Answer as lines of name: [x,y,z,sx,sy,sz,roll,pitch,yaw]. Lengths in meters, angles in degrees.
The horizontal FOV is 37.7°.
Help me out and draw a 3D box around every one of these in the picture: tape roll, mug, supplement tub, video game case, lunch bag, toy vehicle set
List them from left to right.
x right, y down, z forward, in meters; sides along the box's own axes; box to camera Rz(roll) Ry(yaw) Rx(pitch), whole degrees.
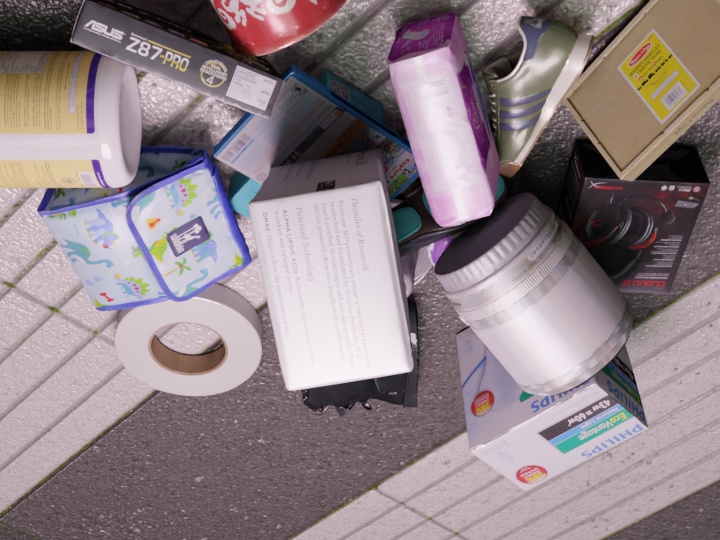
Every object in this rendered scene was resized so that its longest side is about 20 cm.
supplement tub: [-0.343,-0.159,1.117,0.200,0.145,0.145,0,133,-1]
lunch bag: [-0.245,-0.053,1.231,0.200,0.127,0.170,-10,133,8]
tape roll: [-0.233,0.095,1.433,0.203,0.037,0.203,-1,133,-1]
mug: [-0.096,-0.335,0.991,0.178,0.133,0.200,-41,125,-12]
video game case: [-0.041,-0.128,1.170,0.200,0.018,0.143,29,126,-29]
toy vehicle set: [0.313,-0.205,1.103,0.027,0.124,0.200,-1,143,-44]

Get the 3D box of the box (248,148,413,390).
box: [-0.024,-0.007,1.094,0.131,0.199,0.200,-9,105,3]

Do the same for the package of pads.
package of pads: [0.091,-0.159,1.114,0.076,0.121,0.200,-11,119,16]

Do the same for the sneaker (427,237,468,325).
sneaker: [0.151,0.018,1.323,0.080,0.088,0.200,-30,131,-1]

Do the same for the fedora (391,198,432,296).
fedora: [0.000,0.000,1.310,0.200,0.090,0.177,-2,134,1]

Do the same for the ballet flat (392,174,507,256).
ballet flat: [0.077,-0.058,1.235,0.200,0.073,0.073,-25,131,-3]

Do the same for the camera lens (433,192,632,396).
camera lens: [0.202,0.031,1.212,0.160,0.160,0.200,-34,104,27]

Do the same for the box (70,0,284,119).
box: [-0.184,-0.218,1.053,0.200,0.161,0.049,19,102,-17]

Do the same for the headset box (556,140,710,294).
headset box: [0.316,-0.053,1.277,0.149,0.075,0.200,3,133,-3]

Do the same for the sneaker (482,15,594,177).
sneaker: [0.172,-0.196,1.156,0.090,0.067,0.200,26,135,-3]

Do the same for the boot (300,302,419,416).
boot: [-0.001,0.122,1.444,0.162,0.073,0.198,1,134,2]

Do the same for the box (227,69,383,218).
box: [-0.066,-0.132,1.214,0.082,0.049,0.200,29,127,-25]

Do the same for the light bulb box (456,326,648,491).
light bulb box: [0.243,0.143,1.375,0.198,0.200,0.125,-34,126,27]
